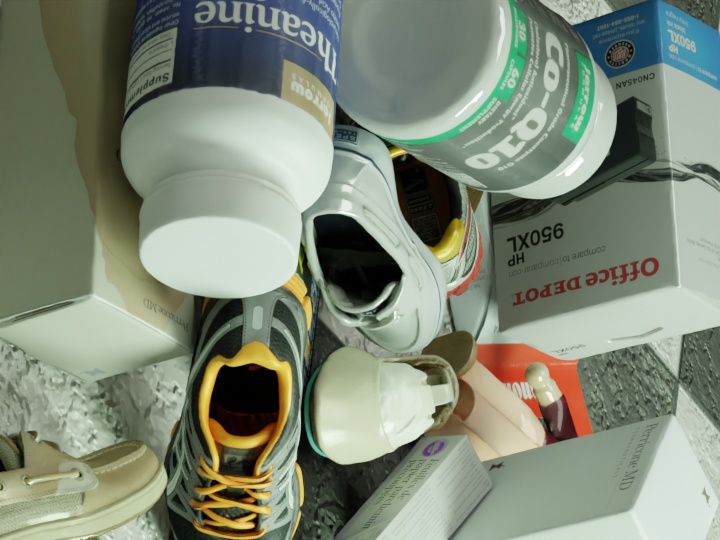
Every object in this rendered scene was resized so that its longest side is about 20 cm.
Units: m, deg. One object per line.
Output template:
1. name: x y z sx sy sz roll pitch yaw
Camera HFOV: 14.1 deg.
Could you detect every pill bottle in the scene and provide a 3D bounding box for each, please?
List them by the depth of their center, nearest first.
1. pill bottle: -0.067 -0.093 1.521 0.111 0.110 0.201 38 46 -45
2. pill bottle: 0.067 -0.108 1.647 0.200 0.112 0.114 23 57 -62

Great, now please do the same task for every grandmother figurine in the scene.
1. grandmother figurine: 0.104 0.122 1.891 0.200 0.060 0.122 37 82 -39

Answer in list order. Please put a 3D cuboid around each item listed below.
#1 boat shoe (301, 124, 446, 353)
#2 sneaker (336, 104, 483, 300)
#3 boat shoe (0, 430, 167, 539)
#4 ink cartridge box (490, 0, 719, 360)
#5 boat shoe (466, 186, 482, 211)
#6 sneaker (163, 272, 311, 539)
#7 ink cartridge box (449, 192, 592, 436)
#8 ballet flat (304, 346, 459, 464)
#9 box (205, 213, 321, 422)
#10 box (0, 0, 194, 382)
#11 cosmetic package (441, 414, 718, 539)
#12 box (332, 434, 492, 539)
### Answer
1. boat shoe: 0.000 0.000 1.660 0.200 0.073 0.066 62 29 -51
2. sneaker: 0.023 -0.084 1.751 0.082 0.077 0.201 77 -11 -77
3. boat shoe: -0.169 0.110 1.458 0.200 0.072 0.065 -21 95 -54
4. ink cartridge box: 0.164 -0.057 1.910 0.084 0.144 0.201 20 61 -49
5. boat shoe: 0.045 -0.117 1.901 0.072 0.065 0.201 31 59 -60
6. sneaker: -0.068 0.097 1.560 0.077 0.078 0.201 -90 -177 -63
7. ink cartridge box: 0.120 0.027 1.981 0.162 0.050 0.201 2 72 -57
8. ballet flat: 0.019 0.076 1.727 0.200 0.069 0.070 -9 84 -77
9. box: -0.052 -0.039 1.661 0.161 0.044 0.201 82 11 -48
10. box: -0.142 -0.052 1.565 0.095 0.077 0.201 31 51 -50
11. cosmetic package: 0.103 0.161 1.744 0.072 0.199 0.102 61 33 -20
12. box: 0.005 0.170 1.691 0.200 0.039 0.042 -47 118 -38
